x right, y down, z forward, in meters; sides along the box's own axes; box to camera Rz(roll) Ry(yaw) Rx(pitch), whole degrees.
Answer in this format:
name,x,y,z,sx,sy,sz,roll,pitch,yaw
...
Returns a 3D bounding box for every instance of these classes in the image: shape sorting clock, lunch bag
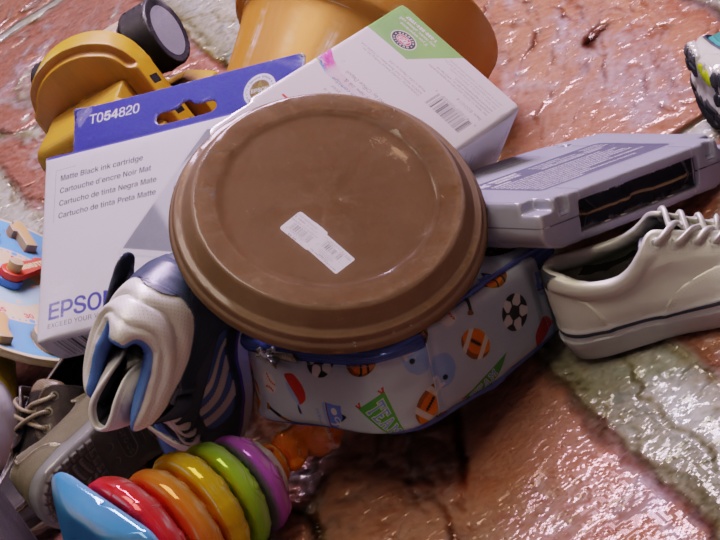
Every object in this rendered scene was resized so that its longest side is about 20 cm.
name,x,y,z,sx,sy,sz,roll,pitch,yaw
shape sorting clock,-0.267,0.010,1.933,0.200,0.199,0.039,-110,40,-62
lunch bag,0.023,0.037,1.642,0.200,0.076,0.160,-28,24,-38

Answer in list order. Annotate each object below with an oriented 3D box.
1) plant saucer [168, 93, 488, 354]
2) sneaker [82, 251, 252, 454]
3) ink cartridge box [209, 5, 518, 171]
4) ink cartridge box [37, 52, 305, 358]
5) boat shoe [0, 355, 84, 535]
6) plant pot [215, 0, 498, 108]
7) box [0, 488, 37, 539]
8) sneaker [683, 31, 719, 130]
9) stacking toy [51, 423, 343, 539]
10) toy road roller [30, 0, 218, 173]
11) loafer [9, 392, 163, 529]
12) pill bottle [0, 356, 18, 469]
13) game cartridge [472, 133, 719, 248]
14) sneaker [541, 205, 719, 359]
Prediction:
name,x,y,z,sx,sy,sz,roll,pitch,yaw
plant saucer,-0.019,-0.037,1.582,0.199,0.030,0.201,1,54,-2
sneaker,-0.135,0.079,1.642,0.080,0.201,0.146,29,41,21
ink cartridge box,-0.004,-0.081,1.701,0.200,0.117,0.067,-34,-21,-37
ink cartridge box,-0.132,-0.052,1.783,0.199,0.041,0.201,-13,62,24
boat shoe,-0.219,0.109,1.821,0.074,0.073,0.200,-9,35,37
plant pot,-0.024,-0.127,1.908,0.200,0.200,0.184,3,59,48
box,-0.301,0.183,1.692,0.199,0.159,0.048,-6,37,39
sneaker,0.274,-0.121,1.701,0.079,0.078,0.200,-21,28,1
stacking toy,-0.088,0.144,1.620,0.200,0.110,0.116,-34,41,-29
toy road roller,-0.171,-0.094,1.958,0.123,0.200,0.146,-26,25,24
loafer,-0.166,0.097,1.763,0.069,0.075,0.200,16,43,43
pill bottle,-0.309,0.097,1.892,0.111,0.112,0.200,-29,28,5
game cartridge,0.134,-0.053,1.688,0.133,0.041,0.200,9,21,44
sneaker,0.204,-0.005,1.578,0.199,0.071,0.073,-22,29,19
